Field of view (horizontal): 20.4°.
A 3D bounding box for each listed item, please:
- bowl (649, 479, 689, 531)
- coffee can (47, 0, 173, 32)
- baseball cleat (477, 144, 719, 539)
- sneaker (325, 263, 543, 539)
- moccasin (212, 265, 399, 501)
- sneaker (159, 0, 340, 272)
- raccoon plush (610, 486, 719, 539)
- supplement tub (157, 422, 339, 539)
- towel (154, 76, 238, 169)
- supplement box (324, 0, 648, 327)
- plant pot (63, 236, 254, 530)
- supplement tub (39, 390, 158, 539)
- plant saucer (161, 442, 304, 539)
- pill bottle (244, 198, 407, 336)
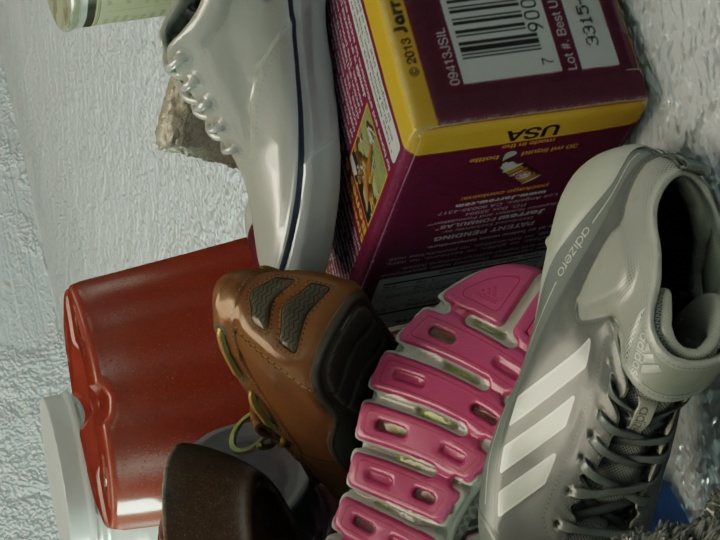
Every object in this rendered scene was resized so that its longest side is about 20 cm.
[{"bbox_3d":[0.093,0.176,0.870,0.200,0.039,0.203,180,90,-70],"label":"bowl"},{"bbox_3d":[-0.056,-0.200,0.961,0.146,0.198,0.148,170,90,-76],"label":"coffee can"},{"bbox_3d":[0.092,0.054,0.745,0.106,0.069,0.202,-156,70,-72],"label":"baseball cleat"},{"bbox_3d":[0.041,0.094,0.852,0.073,0.087,0.201,23,92,32],"label":"sneaker"},{"bbox_3d":[-0.018,0.057,0.896,0.074,0.077,0.201,-63,-25,-12],"label":"moccasin"},{"bbox_3d":[-0.051,-0.088,0.858,0.073,0.070,0.202,-141,45,-71],"label":"sneaker"},{"bbox_3d":[0.103,0.109,0.665,0.200,0.133,0.097,108,150,-61],"label":"raccoon plush"},{"bbox_3d":[-0.055,0.174,1.103,0.201,0.106,0.107,85,167,-45],"label":"supplement tub"},{"bbox_3d":[-0.058,-0.121,1.134,0.200,0.034,0.134,1,-73,-77],"label":"towel"},{"bbox_3d":[0.037,-0.074,0.871,0.200,0.102,0.132,113,145,-64],"label":"supplement box"},{"bbox_3d":[-0.071,0.065,1.205,0.201,0.194,0.203,170,90,-75],"label":"plant pot"},{"bbox_3d":[-0.121,0.134,1.434,0.145,0.198,0.146,171,90,-76],"label":"supplement tub"},{"bbox_3d":[-0.038,0.168,0.880,0.200,0.034,0.202,-18,-90,-83],"label":"plant saucer"},{"bbox_3d":[0.000,0.000,1.056,0.110,0.109,0.201,109,148,-62],"label":"pill bottle"}]
